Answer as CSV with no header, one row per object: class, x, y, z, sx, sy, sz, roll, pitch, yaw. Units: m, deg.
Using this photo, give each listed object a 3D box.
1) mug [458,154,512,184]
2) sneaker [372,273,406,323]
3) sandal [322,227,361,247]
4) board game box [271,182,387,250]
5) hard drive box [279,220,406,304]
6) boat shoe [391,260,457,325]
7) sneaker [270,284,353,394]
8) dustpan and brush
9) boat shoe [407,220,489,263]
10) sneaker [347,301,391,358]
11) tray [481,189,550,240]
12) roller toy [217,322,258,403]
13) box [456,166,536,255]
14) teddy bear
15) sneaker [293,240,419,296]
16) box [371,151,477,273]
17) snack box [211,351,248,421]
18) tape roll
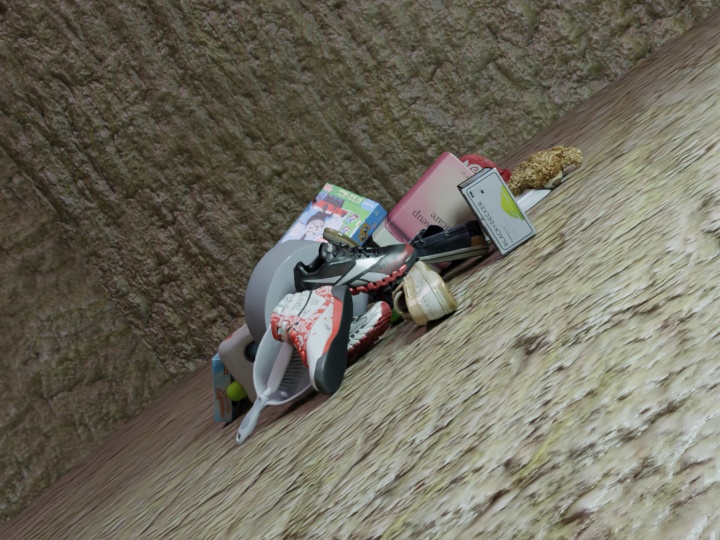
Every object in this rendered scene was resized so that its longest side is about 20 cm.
mug,0.193,-0.136,2.014,0.200,0.133,0.178,-43,-14,-39
sneaker,0.049,0.032,1.628,0.077,0.084,0.200,-37,4,-12
sandal,0.000,0.000,1.739,0.080,0.200,0.054,14,69,53
board game box,-0.067,-0.054,1.822,0.151,0.037,0.200,26,73,46
hard drive box,-0.036,-0.009,1.920,0.199,0.156,0.077,-18,24,16
boat shoe,0.076,0.035,1.411,0.069,0.074,0.200,-30,4,-3
sneaker,-0.076,0.101,1.445,0.107,0.067,0.202,-7,38,15
dustpan and brush,-0.124,0.169,1.517,0.057,0.139,0.201,14,-76,-47
boat shoe,0.115,-0.041,1.662,0.199,0.063,0.074,-10,-1,37
sneaker,-0.040,0.097,1.541,0.200,0.082,0.078,-32,-10,26
tray,0.240,-0.084,1.831,0.200,0.022,0.107,-37,3,-15
roller toy,-0.147,0.127,1.788,0.182,0.140,0.200,-31,5,45
box,0.204,-0.094,1.573,0.060,0.117,0.200,-33,3,6
teddy bear,0.334,-0.177,1.886,0.144,0.067,0.200,-18,-2,-14
sneaker,-0.012,-0.007,1.548,0.199,0.098,0.071,-21,18,0
box,0.130,-0.089,1.775,0.200,0.128,0.109,-48,6,5
snack box,-0.239,0.200,1.934,0.037,0.117,0.200,-1,8,5
tape roll,-0.085,0.051,1.650,0.200,0.201,0.066,-38,29,-27
